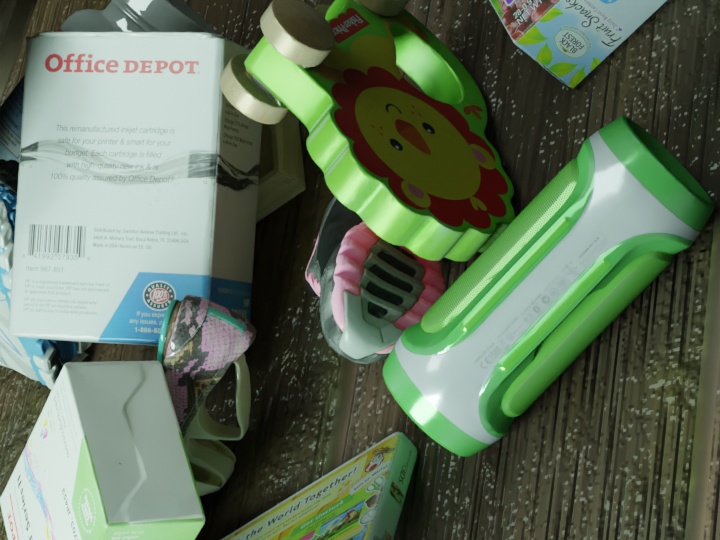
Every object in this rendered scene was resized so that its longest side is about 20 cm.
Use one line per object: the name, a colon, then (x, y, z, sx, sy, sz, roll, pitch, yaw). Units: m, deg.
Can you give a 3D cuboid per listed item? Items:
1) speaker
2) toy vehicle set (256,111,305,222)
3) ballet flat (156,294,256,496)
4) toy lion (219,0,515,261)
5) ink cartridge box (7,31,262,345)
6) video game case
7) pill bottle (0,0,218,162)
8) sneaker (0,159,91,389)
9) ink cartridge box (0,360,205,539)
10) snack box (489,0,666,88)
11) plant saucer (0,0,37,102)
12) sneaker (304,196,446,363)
speaker: (0.104, 0.010, 1.265, 0.200, 0.088, 0.089, -47, 39, 13)
toy vehicle set: (-0.124, -0.062, 1.609, 0.199, 0.026, 0.125, -32, 44, 29)
ballet flat: (-0.108, 0.099, 1.430, 0.069, 0.071, 0.201, -68, -1, -49)
toy lion: (0.022, -0.092, 1.374, 0.069, 0.192, 0.200, -49, -4, 31)
ink cartridge box: (-0.147, -0.052, 1.489, 0.144, 0.084, 0.202, 3, 87, 20)
video game case: (-0.060, 0.195, 1.309, 0.199, 0.023, 0.182, -34, 19, 28)
pill bottle: (-0.193, -0.113, 1.608, 0.200, 0.108, 0.109, -52, 38, 8)
sneaker: (-0.251, 0.005, 1.554, 0.086, 0.201, 0.075, 11, 44, 19)
ink cartridge box: (-0.169, 0.158, 1.394, 0.200, 0.067, 0.118, -59, 42, 46)
snack box: (0.156, -0.240, 1.394, 0.200, 0.068, 0.169, -42, 41, 18)
plant saucer: (-0.256, -0.108, 1.499, 0.200, 0.029, 0.202, -161, 90, -80)
sneaker: (0.000, 0.000, 1.382, 0.095, 0.079, 0.201, -42, 19, 31)
